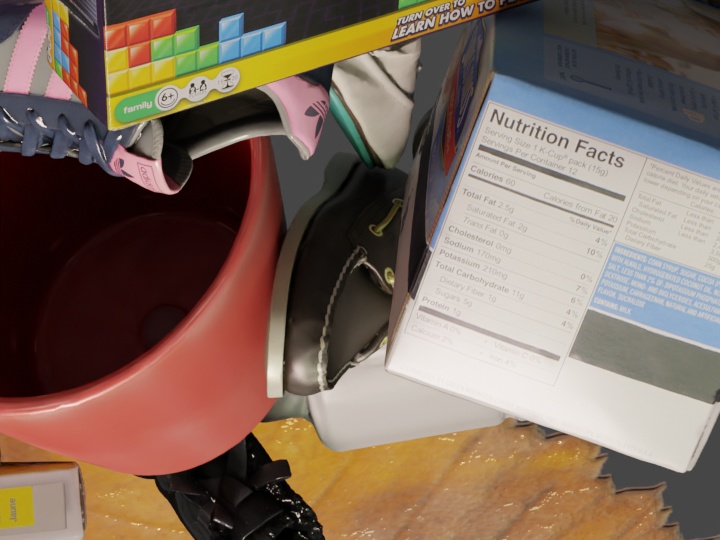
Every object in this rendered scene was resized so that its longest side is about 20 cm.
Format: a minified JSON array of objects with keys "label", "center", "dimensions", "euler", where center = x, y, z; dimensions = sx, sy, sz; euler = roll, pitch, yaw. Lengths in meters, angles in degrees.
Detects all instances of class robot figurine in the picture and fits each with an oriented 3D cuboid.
[{"label":"robot figurine","center":[0.033,0.029,1.039],"dimensions":[0.198,0.114,0.170],"euler":[-10,-174,2]}]

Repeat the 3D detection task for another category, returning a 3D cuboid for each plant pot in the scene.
[{"label":"plant pot","center":[-0.115,0.000,0.914],"dimensions":[0.198,0.202,0.178],"euler":[-13,154,7]}]

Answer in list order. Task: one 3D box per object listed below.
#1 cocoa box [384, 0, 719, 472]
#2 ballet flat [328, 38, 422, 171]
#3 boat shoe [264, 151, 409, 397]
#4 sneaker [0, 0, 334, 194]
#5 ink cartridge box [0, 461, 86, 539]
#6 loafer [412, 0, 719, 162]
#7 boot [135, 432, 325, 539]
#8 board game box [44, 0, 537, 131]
[{"label":"cocoa box","center":[0.094,-0.037,0.822],"dimensions":[0.132,0.200,0.132],"euler":[18,114,-3]},{"label":"ballet flat","center":[-0.009,-0.114,0.877],"dimensions":[0.069,0.070,0.200],"euler":[-20,143,16]},{"label":"boat shoe","center":[0.000,0.000,0.911],"dimensions":[0.060,0.202,0.072],"euler":[10,117,6]},{"label":"sneaker","center":[-0.106,-0.067,0.800],"dimensions":[0.198,0.083,0.070],"euler":[-13,154,15]},{"label":"ink cartridge box","center":[-0.257,0.120,0.965],"dimensions":[0.198,0.048,0.197],"euler":[-1,177,-26]},{"label":"loafer","center":[0.117,-0.096,0.939],"dimensions":[0.198,0.063,0.072],"euler":[-22,111,13]},{"label":"boot","center":[-0.081,0.109,1.065],"dimensions":[0.073,0.163,0.199],"euler":[-39,159,-11]},{"label":"board game box","center":[-0.015,-0.156,0.697],"dimensions":[0.198,0.057,0.167],"euler":[-21,134,-25]}]
